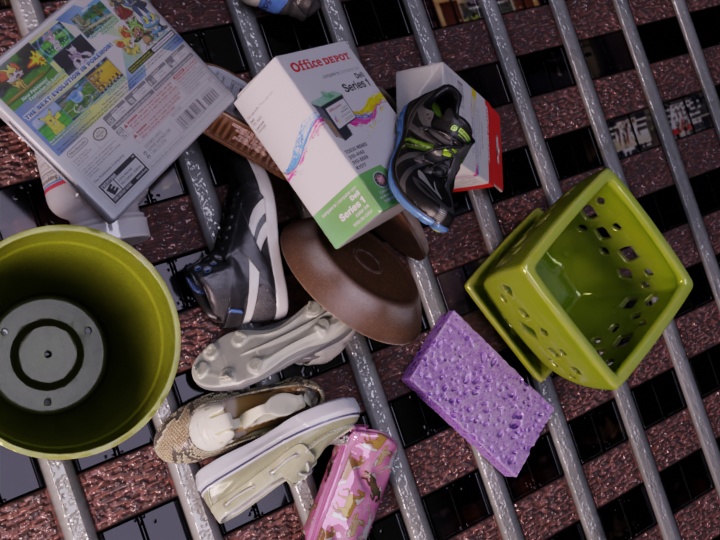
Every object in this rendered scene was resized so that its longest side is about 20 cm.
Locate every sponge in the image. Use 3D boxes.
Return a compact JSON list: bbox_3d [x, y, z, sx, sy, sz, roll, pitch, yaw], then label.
[{"bbox_3d":[0.153,0.159,1.128,0.200,0.030,0.112,43,66,-13],"label":"sponge"}]

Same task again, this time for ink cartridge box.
[{"bbox_3d":[0.118,-0.171,1.114,0.199,0.067,0.118,19,68,-59],"label":"ink cartridge box"},{"bbox_3d":[-0.023,-0.145,0.973,0.201,0.084,0.144,55,37,3],"label":"ink cartridge box"}]

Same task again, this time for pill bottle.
[{"bbox_3d":[-0.286,-0.123,0.923,0.108,0.109,0.203,-14,88,-26],"label":"pill bottle"}]

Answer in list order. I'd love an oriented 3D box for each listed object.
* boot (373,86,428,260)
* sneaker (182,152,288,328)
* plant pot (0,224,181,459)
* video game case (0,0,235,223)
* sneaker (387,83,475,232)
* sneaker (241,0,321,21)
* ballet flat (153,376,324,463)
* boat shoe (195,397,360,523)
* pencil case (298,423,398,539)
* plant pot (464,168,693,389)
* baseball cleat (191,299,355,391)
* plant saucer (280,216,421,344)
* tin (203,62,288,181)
[{"bbox_3d":[0.046,-0.132,1.109,0.200,0.070,0.147,47,57,-20],"label":"boot"},{"bbox_3d":[-0.152,-0.035,0.992,0.111,0.073,0.203,-10,86,-26],"label":"sneaker"},{"bbox_3d":[-0.292,0.073,0.840,0.198,0.192,0.203,4,80,-24],"label":"plant pot"},{"bbox_3d":[-0.250,-0.179,0.879,0.182,0.022,0.201,47,61,-16],"label":"video game case"},{"bbox_3d":[0.079,-0.127,0.929,0.070,0.082,0.201,31,44,-28],"label":"sneaker"},{"bbox_3d":[-0.072,-0.410,1.088,0.110,0.077,0.202,16,79,-16],"label":"sneaker"},{"bbox_3d":[-0.129,0.160,0.969,0.198,0.075,0.069,-14,86,-26],"label":"ballet flat"},{"bbox_3d":[-0.083,0.208,0.966,0.198,0.072,0.062,-28,71,-6],"label":"boat shoe"},{"bbox_3d":[-0.024,0.275,0.996,0.086,0.083,0.202,25,72,-12],"label":"pencil case"},{"bbox_3d":[0.266,0.020,1.121,0.199,0.181,0.201,-44,100,-25],"label":"plant pot"},{"bbox_3d":[-0.090,0.096,1.002,0.198,0.107,0.070,-22,61,1],"label":"baseball cleat"},{"bbox_3d":[0.000,0.000,1.007,0.199,0.037,0.201,32,26,-17],"label":"plant saucer"},{"bbox_3d":[-0.122,-0.172,1.016,0.199,0.042,0.112,28,27,-19],"label":"tin"}]
